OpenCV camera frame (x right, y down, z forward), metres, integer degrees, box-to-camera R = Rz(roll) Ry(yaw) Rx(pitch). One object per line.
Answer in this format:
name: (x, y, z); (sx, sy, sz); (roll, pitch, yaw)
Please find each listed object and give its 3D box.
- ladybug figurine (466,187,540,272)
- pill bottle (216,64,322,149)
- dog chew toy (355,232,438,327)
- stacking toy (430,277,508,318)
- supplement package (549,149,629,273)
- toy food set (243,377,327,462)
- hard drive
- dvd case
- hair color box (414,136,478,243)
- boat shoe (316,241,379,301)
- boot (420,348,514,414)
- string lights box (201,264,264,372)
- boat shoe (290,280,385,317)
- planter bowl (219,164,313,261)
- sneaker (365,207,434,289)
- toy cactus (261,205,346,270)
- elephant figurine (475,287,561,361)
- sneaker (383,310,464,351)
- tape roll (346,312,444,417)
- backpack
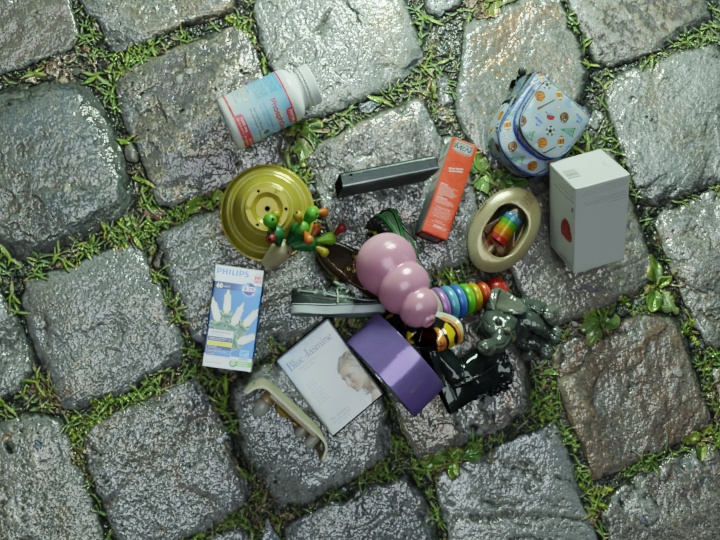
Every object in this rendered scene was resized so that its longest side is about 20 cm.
ladybug figurine: (0.298, -0.086, 1.612); (0.135, 0.072, 0.201); (40, 85, -3)
pill bottle: (-0.182, -0.336, 1.549); (0.197, 0.109, 0.110); (-27, 91, -6)
dog chew toy: (0.076, 0.025, 1.468); (0.123, 0.125, 0.201); (-33, 65, -6)
stacking toy: (0.219, 0.057, 1.590); (0.197, 0.085, 0.087); (-16, 90, -23)
supplement package: (0.463, -0.120, 1.563); (0.117, 0.122, 0.203); (-15, 124, -7)
toy food set: (-0.148, 0.294, 1.511); (0.200, 0.143, 0.061); (43, 83, -3)
hard drive: (0.050, -0.190, 1.553); (0.196, 0.140, 0.034); (-12, 88, -7)
dvd case: (-0.063, 0.220, 1.586); (0.142, 0.018, 0.201); (-38, 92, -6)
hair color box: (0.176, -0.163, 1.587); (0.060, 0.101, 0.204); (19, 86, -5)
boat shoe: (0.000, 0.000, 1.574); (0.198, 0.070, 0.071); (34, 74, -4)
boot: (0.221, 0.186, 1.594); (0.160, 0.073, 0.201); (-24, 89, -10)
string lights box: (-0.255, 0.096, 1.548); (0.100, 0.059, 0.205); (7, 87, -5)
boat shoe: (-0.046, 0.059, 1.564); (0.195, 0.074, 0.070); (0, 79, 13)
planter bowl: (-0.189, -0.121, 1.552); (0.196, 0.083, 0.205); (0, 87, -7)
sneaker: (0.098, -0.042, 1.586); (0.085, 0.077, 0.202); (-42, 106, -34)
toy cactus: (-0.128, -0.055, 1.502); (0.165, 0.199, 0.103); (-43, 68, 27)
elephant figurine: (0.292, 0.106, 1.535); (0.196, 0.155, 0.145); (9, 82, -22)
sneaker: (0.105, 0.113, 1.506); (0.089, 0.198, 0.071); (-21, 113, -43)
tape roll: (0.068, 0.186, 1.511); (0.085, 0.200, 0.200); (-42, 93, -5)
backpack: (0.366, -0.292, 1.596); (0.199, 0.154, 0.192); (37, 95, -7)
